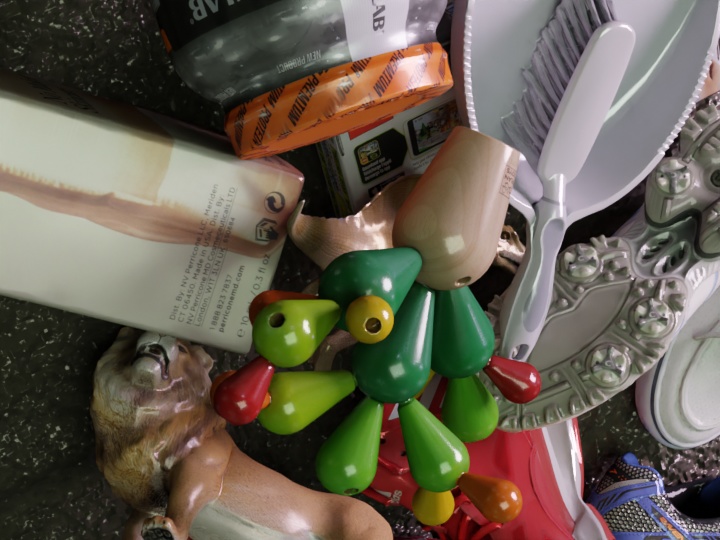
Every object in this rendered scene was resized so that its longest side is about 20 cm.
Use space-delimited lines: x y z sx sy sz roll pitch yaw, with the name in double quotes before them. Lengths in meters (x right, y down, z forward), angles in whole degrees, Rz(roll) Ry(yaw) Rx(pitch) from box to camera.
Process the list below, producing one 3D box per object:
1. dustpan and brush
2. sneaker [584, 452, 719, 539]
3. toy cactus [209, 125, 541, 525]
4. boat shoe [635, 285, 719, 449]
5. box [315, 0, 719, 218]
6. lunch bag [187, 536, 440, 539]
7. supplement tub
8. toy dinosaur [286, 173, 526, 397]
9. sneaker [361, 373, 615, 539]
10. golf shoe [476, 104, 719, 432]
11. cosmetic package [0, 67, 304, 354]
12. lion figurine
"dustpan and brush" 0.089 -0.052 0.989 0.140 0.057 0.200 4 118 -31
"sneaker" 0.200 0.149 1.144 0.200 0.075 0.078 16 96 -25
"toy cactus" 0.026 0.021 0.926 0.200 0.102 0.165 24 89 -48
"boat shoe" 0.224 0.015 1.104 0.075 0.086 0.202 42 88 -26
"box" 0.074 -0.091 1.026 0.200 0.035 0.110 -27 135 -12
"lunch bag" -0.027 0.219 1.073 0.200 0.082 0.176 5 104 -22
"supplement tub" -0.038 -0.154 0.907 0.122 0.123 0.200 -19 88 -14
"toy dinosaur" 0.000 0.000 0.996 0.200 0.058 0.101 6 114 -54
"sneaker" 0.052 0.128 1.031 0.115 0.200 0.078 2 134 -15
"golf shoe" 0.133 0.015 1.065 0.200 0.078 0.097 -40 160 -12
"cosmetic package" -0.139 -0.036 0.947 0.200 0.103 0.087 14 99 -25
"lion figurine" -0.046 0.112 0.999 0.200 0.123 0.072 36 125 -10
